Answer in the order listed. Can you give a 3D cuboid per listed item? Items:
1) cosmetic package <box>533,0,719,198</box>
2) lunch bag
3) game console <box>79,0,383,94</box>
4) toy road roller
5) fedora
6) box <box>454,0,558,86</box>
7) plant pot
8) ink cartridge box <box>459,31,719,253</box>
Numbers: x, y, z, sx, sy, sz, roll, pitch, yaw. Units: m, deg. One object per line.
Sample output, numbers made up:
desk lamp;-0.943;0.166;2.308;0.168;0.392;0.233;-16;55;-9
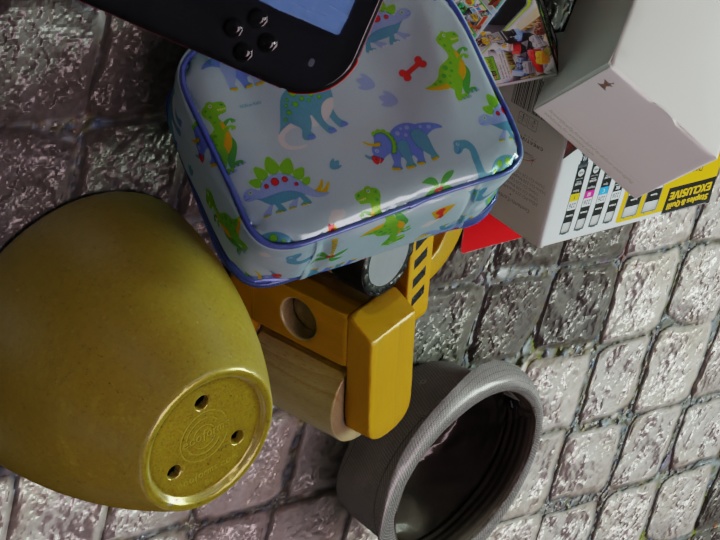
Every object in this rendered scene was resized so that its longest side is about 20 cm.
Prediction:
cosmetic package;0.208;-0.164;1.469;0.108;0.085;0.200;40;53;-19
lunch bag;-0.012;-0.089;1.313;0.200;0.161;0.082;-20;164;-21
game console;-0.055;-0.217;1.207;0.176;0.031;0.200;22;98;-12
toy road roller;0.000;0.000;1.443;0.146;0.123;0.201;-32;137;-43
fedora;0.049;0.144;1.619;0.200;0.090;0.177;-50;144;-16
box;0.054;-0.195;1.370;0.110;0.035;0.200;-10;139;13
plant pot;-0.136;0.071;1.330;0.200;0.142;0.201;-27;135;-31
ink cartridge box;0.183;-0.089;1.594;0.200;0.084;0.176;-15;127;-40
